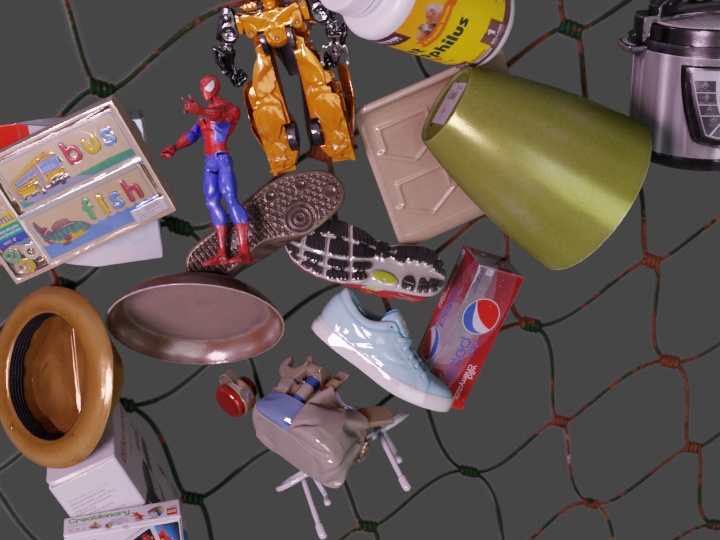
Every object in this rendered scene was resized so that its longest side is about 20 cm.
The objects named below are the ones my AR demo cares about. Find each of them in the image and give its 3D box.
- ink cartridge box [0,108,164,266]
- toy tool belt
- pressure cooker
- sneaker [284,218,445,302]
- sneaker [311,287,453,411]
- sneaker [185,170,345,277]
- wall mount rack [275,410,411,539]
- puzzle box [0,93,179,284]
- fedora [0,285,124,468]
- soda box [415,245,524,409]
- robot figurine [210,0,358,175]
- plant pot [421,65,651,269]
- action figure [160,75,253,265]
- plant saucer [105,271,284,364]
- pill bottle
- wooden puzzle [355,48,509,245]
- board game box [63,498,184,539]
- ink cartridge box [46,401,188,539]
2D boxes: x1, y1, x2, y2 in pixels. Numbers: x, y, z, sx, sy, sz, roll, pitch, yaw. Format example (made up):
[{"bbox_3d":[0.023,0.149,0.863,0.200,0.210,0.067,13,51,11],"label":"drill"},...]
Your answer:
[{"bbox_3d":[-0.320,-0.080,0.984,0.199,0.047,0.161,-10,117,-13],"label":"ink cartridge box"},{"bbox_3d":[-0.068,0.168,1.138,0.123,0.200,0.125,-40,147,-36],"label":"toy tool belt"},{"bbox_3d":[0.394,-0.230,1.050,0.176,0.178,0.201,-26,124,-39],"label":"pressure cooker"},{"bbox_3d":[0.000,0.000,1.103,0.199,0.085,0.077,18,67,-7],"label":"sneaker"},{"bbox_3d":[0.040,0.094,1.126,0.200,0.074,0.082,34,102,-1],"label":"sneaker"},{"bbox_3d":[-0.109,-0.052,1.049,0.199,0.076,0.071,-29,91,1],"label":"sneaker"},{"bbox_3d":[-0.009,0.259,1.168,0.200,0.174,0.075,-31,88,0],"label":"wall mount rack"},{"bbox_3d":[-0.307,-0.082,0.954,0.199,0.025,0.133,-24,114,8],"label":"puzzle box"},{"bbox_3d":[-0.327,0.118,1.039,0.201,0.200,0.082,-58,156,15],"label":"fedora"},{"bbox_3d":[0.131,0.075,1.179,0.070,0.063,0.201,15,110,-21],"label":"soda box"},{"bbox_3d":[-0.074,-0.205,0.979,0.144,0.058,0.201,-10,119,8],"label":"robot figurine"},{"bbox_3d":[0.173,-0.130,0.996,0.200,0.187,0.188,29,104,-15],"label":"plant pot"},{"bbox_3d":[-0.166,-0.106,0.961,0.099,0.065,0.201,-3,89,-52],"label":"action figure"},{"bbox_3d":[-0.186,0.052,1.047,0.199,0.032,0.200,-1,150,-1],"label":"plant saucer"},{"bbox_3d":[0.056,-0.276,0.931,0.199,0.109,0.110,6,115,-41],"label":"pill bottle"},{"bbox_3d":[0.101,-0.142,1.081,0.185,0.046,0.201,-24,124,-4],"label":"wooden puzzle"},{"bbox_3d":[-0.259,0.360,1.052,0.126,0.035,0.201,-7,116,-13],"label":"board game box"},{"bbox_3d":[-0.286,0.268,1.104,0.083,0.145,0.201,-25,119,-3],"label":"ink cartridge box"}]
